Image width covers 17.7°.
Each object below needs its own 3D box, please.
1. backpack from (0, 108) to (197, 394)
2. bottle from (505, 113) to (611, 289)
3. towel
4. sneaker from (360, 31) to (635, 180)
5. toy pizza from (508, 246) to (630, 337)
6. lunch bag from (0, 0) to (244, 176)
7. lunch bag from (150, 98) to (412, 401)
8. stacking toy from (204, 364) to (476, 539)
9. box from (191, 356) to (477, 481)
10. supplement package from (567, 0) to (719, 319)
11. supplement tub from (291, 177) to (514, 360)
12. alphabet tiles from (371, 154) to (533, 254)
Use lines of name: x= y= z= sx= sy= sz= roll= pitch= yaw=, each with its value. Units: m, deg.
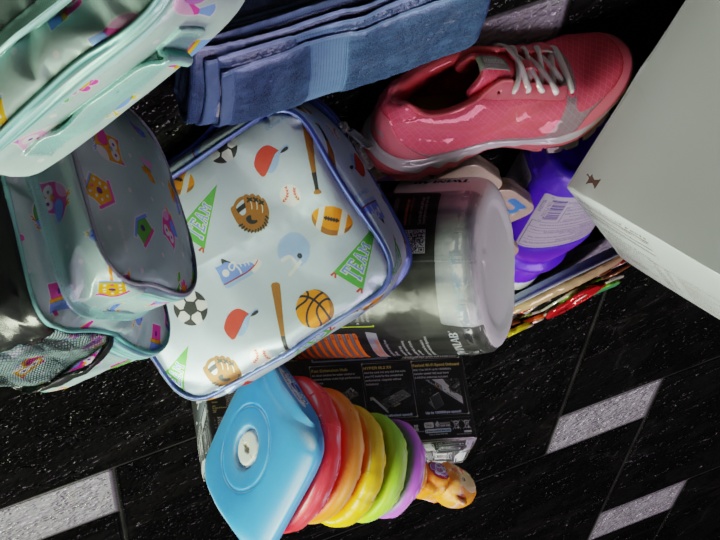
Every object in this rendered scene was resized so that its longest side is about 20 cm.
backpack: x=-0.183 y=-0.020 z=1.355 sx=0.153 sy=0.176 sz=0.200 roll=-22 pitch=164 yaw=7
bottle: x=0.145 y=-0.050 z=1.790 sx=0.083 sy=0.066 sz=0.200 roll=-11 pitch=156 yaw=-19
towel: x=-0.016 y=-0.142 z=1.417 sx=0.199 sy=0.049 sz=0.112 roll=-19 pitch=160 yaw=-14
sneaker: x=0.099 y=-0.120 z=1.560 sx=0.199 sy=0.074 sz=0.087 roll=-19 pitch=158 yaw=-12
toy pizza: x=0.153 y=0.027 z=1.953 sx=0.200 sy=0.032 sz=0.200 roll=-27 pitch=177 yaw=-1
lunch bag: x=-0.150 y=-0.144 z=1.109 sx=0.200 sy=0.161 sz=0.077 roll=-36 pitch=157 yaw=31
lunch bag: x=-0.072 y=-0.020 z=1.515 sx=0.200 sy=0.161 sz=0.076 roll=-32 pitch=-178 yaw=19
stacking toy: x=0.003 y=0.138 z=1.609 sx=0.199 sy=0.116 sz=0.110 roll=14 pitch=115 yaw=-33
box: x=-0.026 y=0.067 z=1.700 sx=0.199 sy=0.158 sz=0.050 roll=-4 pitch=154 yaw=-14
supplement package: x=0.274 y=-0.076 z=1.645 sx=0.192 sy=0.147 sz=0.200 roll=-57 pitch=158 yaw=-2
supplement tub: x=0.000 y=0.000 z=1.604 sx=0.199 sy=0.123 sz=0.123 roll=-2 pitch=165 yaw=17
alphabet tiles: x=0.024 y=-0.030 z=1.723 sx=0.199 sy=0.015 sz=0.195 roll=-25 pitch=148 yaw=25
